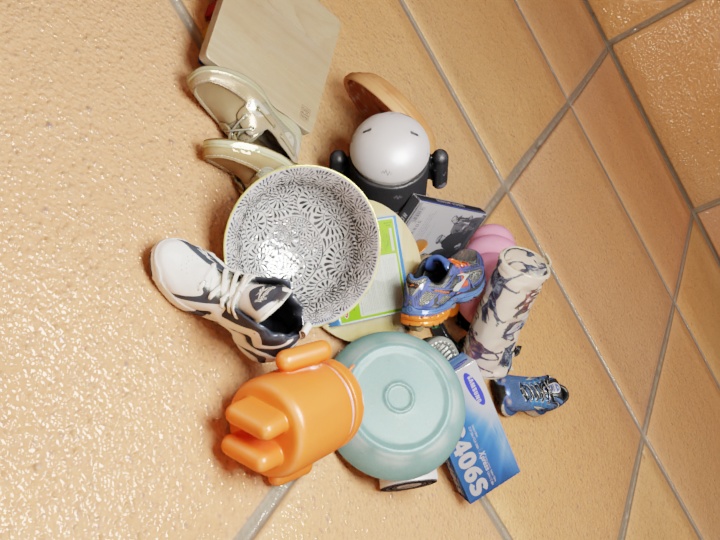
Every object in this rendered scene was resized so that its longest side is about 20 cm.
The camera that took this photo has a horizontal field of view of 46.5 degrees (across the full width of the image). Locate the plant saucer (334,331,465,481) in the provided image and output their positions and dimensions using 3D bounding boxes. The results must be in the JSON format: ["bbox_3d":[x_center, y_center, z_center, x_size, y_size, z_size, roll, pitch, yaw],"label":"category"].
[{"bbox_3d":[0.047,0.171,1.099,0.197,0.036,0.203,4,66,-9],"label":"plant saucer"}]

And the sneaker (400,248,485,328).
[{"bbox_3d":[0.124,0.010,1.198,0.200,0.075,0.079,-38,129,-50],"label":"sneaker"}]

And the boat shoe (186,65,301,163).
[{"bbox_3d":[-0.152,-0.200,1.127,0.199,0.072,0.066,36,43,-44],"label":"boat shoe"}]

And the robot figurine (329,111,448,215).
[{"bbox_3d":[0.043,-0.147,1.262,0.150,0.201,0.125,-35,64,-20],"label":"robot figurine"}]

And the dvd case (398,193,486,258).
[{"bbox_3d":[0.103,-0.044,1.314,0.199,0.151,0.025,5,35,-52],"label":"dvd case"}]

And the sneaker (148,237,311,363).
[{"bbox_3d":[-0.136,0.024,0.938,0.199,0.129,0.080,47,54,-15],"label":"sneaker"}]

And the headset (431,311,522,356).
[{"bbox_3d":[0.190,0.108,1.420,0.198,0.094,0.125,23,49,-25],"label":"headset"}]

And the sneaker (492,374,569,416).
[{"bbox_3d":[0.303,0.211,1.473,0.199,0.089,0.080,12,60,-50],"label":"sneaker"}]

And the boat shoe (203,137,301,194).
[{"bbox_3d":[-0.125,-0.119,1.112,0.199,0.074,0.067,19,80,-39],"label":"boat shoe"}]

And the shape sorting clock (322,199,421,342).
[{"bbox_3d":[0.000,0.000,1.178,0.198,0.039,0.203,3,84,-32],"label":"shape sorting clock"}]

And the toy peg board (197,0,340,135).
[{"bbox_3d":[-0.147,-0.321,1.205,0.199,0.097,0.202,31,63,-39],"label":"toy peg board"}]

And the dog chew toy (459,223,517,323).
[{"bbox_3d":[0.216,0.000,1.375,0.125,0.124,0.201,45,34,-27],"label":"dog chew toy"}]

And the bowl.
[{"bbox_3d":[-0.080,-0.033,1.071,0.198,0.094,0.204,-2,96,-15],"label":"bowl"}]

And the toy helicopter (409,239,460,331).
[{"bbox_3d":[0.064,0.041,1.257,0.200,0.078,0.134,-40,125,-39],"label":"toy helicopter"}]

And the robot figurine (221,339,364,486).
[{"bbox_3d":[-0.071,0.165,0.972,0.199,0.116,0.145,-14,80,-55],"label":"robot figurine"}]

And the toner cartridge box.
[{"bbox_3d":[0.156,0.232,1.230,0.094,0.043,0.202,-29,108,-14],"label":"toner cartridge box"}]

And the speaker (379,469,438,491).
[{"bbox_3d":[0.051,0.195,1.152,0.081,0.081,0.203,16,58,-48],"label":"speaker"}]

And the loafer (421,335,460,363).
[{"bbox_3d":[0.137,0.182,1.276,0.070,0.074,0.202,-144,-147,-68],"label":"loafer"}]

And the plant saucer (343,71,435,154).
[{"bbox_3d":[0.053,-0.247,1.348,0.200,0.037,0.200,46,-4,4],"label":"plant saucer"}]

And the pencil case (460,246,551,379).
[{"bbox_3d":[0.216,0.063,1.245,0.088,0.202,0.078,-1,32,-32],"label":"pencil case"}]
